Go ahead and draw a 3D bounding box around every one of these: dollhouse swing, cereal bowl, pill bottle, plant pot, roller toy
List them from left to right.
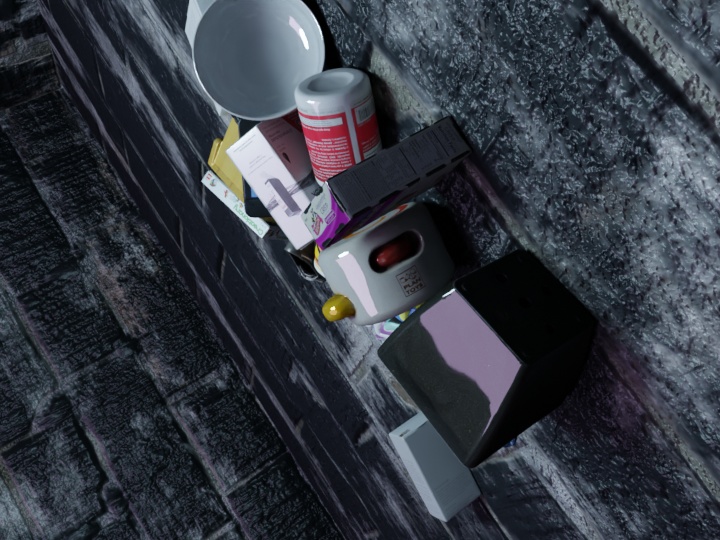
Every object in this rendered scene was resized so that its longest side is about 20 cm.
[{"bbox_3d":[-0.154,-0.331,1.077,0.083,0.200,0.200,-115,0,-78],"label":"cereal bowl"},{"bbox_3d":[-0.199,-0.230,1.491,0.200,0.176,0.182,45,-165,32],"label":"dollhouse swing"},{"bbox_3d":[-0.024,-0.191,1.055,0.112,0.112,0.200,35,147,46],"label":"pill bottle"},{"bbox_3d":[0.041,-0.004,1.044,0.182,0.200,0.140,-23,99,35],"label":"roller toy"},{"bbox_3d":[0.173,0.091,0.896,0.200,0.199,0.178,50,143,24],"label":"plant pot"}]

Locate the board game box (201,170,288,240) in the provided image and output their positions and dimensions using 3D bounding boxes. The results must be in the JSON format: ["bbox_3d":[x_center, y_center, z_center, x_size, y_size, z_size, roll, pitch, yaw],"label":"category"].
[{"bbox_3d":[-0.243,-0.141,1.536,0.200,0.035,0.126,43,-165,18],"label":"board game box"}]

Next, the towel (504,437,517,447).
[{"bbox_3d":[0.167,0.173,1.025,0.112,0.049,0.200,24,-161,-11],"label":"towel"}]

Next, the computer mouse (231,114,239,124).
[{"bbox_3d":[-0.195,-0.294,1.329,0.200,0.044,0.110,-31,69,55],"label":"computer mouse"}]

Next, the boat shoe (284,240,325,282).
[{"bbox_3d":[-0.108,-0.017,1.356,0.067,0.057,0.200,23,159,19],"label":"boat shoe"}]

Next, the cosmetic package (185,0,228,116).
[{"bbox_3d":[-0.283,-0.429,1.372,0.200,0.052,0.151,68,161,5],"label":"cosmetic package"}]

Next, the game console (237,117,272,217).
[{"bbox_3d":[-0.130,-0.173,1.259,0.118,0.170,0.200,-107,15,-62],"label":"game console"}]

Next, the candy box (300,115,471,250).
[{"bbox_3d":[0.031,-0.113,0.914,0.061,0.200,0.136,58,157,3],"label":"candy box"}]

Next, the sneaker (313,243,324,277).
[{"bbox_3d":[0.000,0.000,1.246,0.200,0.070,0.090,30,146,19],"label":"sneaker"}]

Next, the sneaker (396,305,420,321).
[{"bbox_3d":[0.068,0.063,1.179,0.200,0.076,0.105,19,145,34],"label":"sneaker"}]

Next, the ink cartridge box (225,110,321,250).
[{"bbox_3d":[-0.104,-0.155,1.156,0.084,0.144,0.200,-29,101,33],"label":"ink cartridge box"}]

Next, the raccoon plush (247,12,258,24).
[{"bbox_3d":[-0.199,-0.436,1.172,0.200,0.097,0.134,58,150,6],"label":"raccoon plush"}]

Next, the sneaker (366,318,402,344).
[{"bbox_3d":[0.044,0.115,1.321,0.200,0.078,0.140,27,143,44],"label":"sneaker"}]

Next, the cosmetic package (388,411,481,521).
[{"bbox_3d":[0.152,0.393,1.415,0.200,0.102,0.074,63,157,-5],"label":"cosmetic package"}]
